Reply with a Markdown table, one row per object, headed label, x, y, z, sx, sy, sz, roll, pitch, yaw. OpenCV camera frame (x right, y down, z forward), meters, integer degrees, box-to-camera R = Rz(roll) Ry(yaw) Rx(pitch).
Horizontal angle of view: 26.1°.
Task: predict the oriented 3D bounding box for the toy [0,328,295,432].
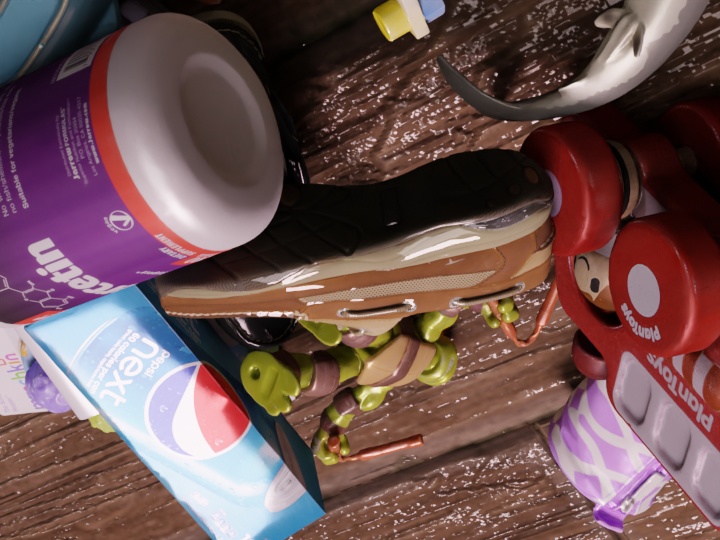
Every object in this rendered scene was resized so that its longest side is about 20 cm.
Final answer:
| label | x | y | z | sx | sy | sz | roll | pitch | yaw |
| --- | --- | --- | --- | --- | --- | --- | --- | --- | --- |
| toy | -0.149 | 0.066 | 0.961 | 0.200 | 0.047 | 0.115 | -6 | 140 | 6 |

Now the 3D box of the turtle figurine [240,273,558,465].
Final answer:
| label | x | y | z | sx | sy | sz | roll | pitch | yaw |
| --- | --- | --- | --- | --- | --- | --- | --- | --- | --- |
| turtle figurine | 0.017 | 0.040 | 0.888 | 0.200 | 0.064 | 0.161 | -41 | 151 | 25 |

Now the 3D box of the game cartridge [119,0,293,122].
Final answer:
| label | x | y | z | sx | sy | sz | roll | pitch | yaw |
| --- | --- | --- | --- | --- | --- | --- | --- | --- | --- |
| game cartridge | -0.137 | -0.058 | 0.898 | 0.133 | 0.041 | 0.200 | 43 | 125 | -14 |

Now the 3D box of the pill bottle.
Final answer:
| label | x | y | z | sx | sy | sz | roll | pitch | yaw |
| --- | --- | --- | --- | --- | --- | --- | --- | --- | --- |
| pill bottle | -0.143 | -0.039 | 0.747 | 0.200 | 0.113 | 0.112 | -20 | 120 | 29 |

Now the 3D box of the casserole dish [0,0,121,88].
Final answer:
| label | x | y | z | sx | sy | sz | roll | pitch | yaw |
| --- | --- | --- | --- | --- | --- | --- | --- | --- | --- |
| casserole dish | -0.209 | -0.158 | 0.750 | 0.200 | 0.039 | 0.121 | 34 | 122 | -12 |

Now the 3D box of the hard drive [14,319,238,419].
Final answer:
| label | x | y | z | sx | sy | sz | roll | pitch | yaw |
| --- | --- | --- | --- | --- | --- | --- | --- | --- | --- |
| hard drive | -0.151 | -0.022 | 0.865 | 0.132 | 0.025 | 0.200 | -27 | 119 | 5 |

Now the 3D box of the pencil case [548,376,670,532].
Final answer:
| label | x | y | z | sx | sy | sz | roll | pitch | yaw |
| --- | --- | --- | --- | --- | --- | --- | --- | --- | --- |
| pencil case | 0.187 | 0.061 | 0.876 | 0.084 | 0.086 | 0.200 | 24 | 128 | -17 |

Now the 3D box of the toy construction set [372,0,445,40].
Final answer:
| label | x | y | z | sx | sy | sz | roll | pitch | yaw |
| --- | --- | --- | --- | --- | --- | --- | --- | --- | --- |
| toy construction set | 0.003 | -0.203 | 0.682 | 0.092 | 0.131 | 0.200 | -25 | 158 | -16 |

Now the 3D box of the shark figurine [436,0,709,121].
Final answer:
| label | x | y | z | sx | sy | sz | roll | pitch | yaw |
| --- | --- | --- | --- | --- | --- | --- | --- | --- | --- |
| shark figurine | 0.140 | -0.131 | 0.754 | 0.128 | 0.089 | 0.215 | 44 | 123 | 22 |

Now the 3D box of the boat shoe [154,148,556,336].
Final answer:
| label | x | y | z | sx | sy | sz | roll | pitch | yaw |
| --- | --- | --- | --- | --- | --- | --- | --- | --- | --- |
| boat shoe | 0.000 | 0.000 | 0.765 | 0.200 | 0.076 | 0.074 | -10 | 127 | 9 |

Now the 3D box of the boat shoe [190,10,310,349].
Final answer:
| label | x | y | z | sx | sy | sz | roll | pitch | yaw |
| --- | --- | --- | --- | --- | --- | --- | --- | --- | --- |
| boat shoe | -0.060 | -0.034 | 0.823 | 0.074 | 0.066 | 0.200 | -9 | 119 | -14 |

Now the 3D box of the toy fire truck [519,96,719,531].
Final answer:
| label | x | y | z | sx | sy | sz | roll | pitch | yaw |
| --- | --- | --- | --- | --- | --- | --- | --- | --- | --- |
| toy fire truck | 0.153 | 0.014 | 0.790 | 0.112 | 0.200 | 0.168 | -12 | 131 | -25 |

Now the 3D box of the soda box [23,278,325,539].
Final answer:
| label | x | y | z | sx | sy | sz | roll | pitch | yaw |
| --- | --- | --- | --- | --- | --- | --- | --- | --- | --- |
| soda box | -0.101 | 0.070 | 0.868 | 0.064 | 0.068 | 0.200 | -33 | 118 | 8 |

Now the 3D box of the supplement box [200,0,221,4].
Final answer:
| label | x | y | z | sx | sy | sz | roll | pitch | yaw |
| --- | --- | --- | --- | --- | --- | --- | --- | --- | --- |
| supplement box | -0.145 | -0.208 | 0.767 | 0.200 | 0.067 | 0.069 | 21 | 128 | -3 |
